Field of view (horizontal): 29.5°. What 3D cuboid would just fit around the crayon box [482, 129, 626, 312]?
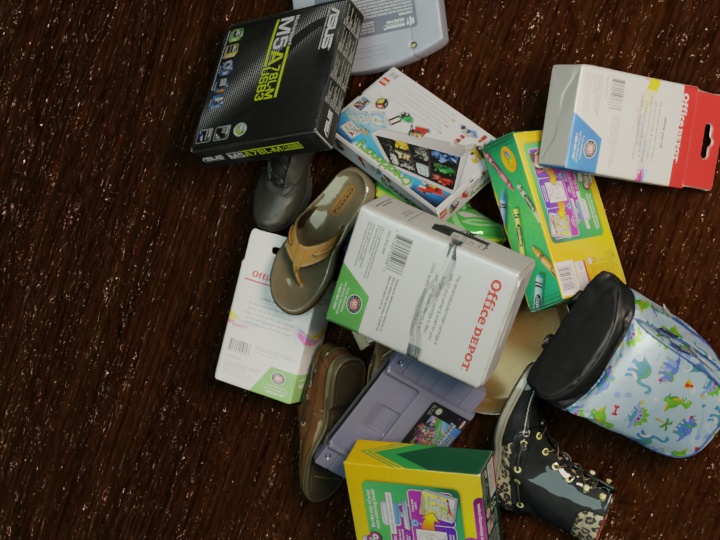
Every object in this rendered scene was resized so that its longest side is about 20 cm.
[{"bbox_3d":[0.225,-0.062,1.584,0.058,0.118,0.202,-24,79,48],"label":"crayon box"}]

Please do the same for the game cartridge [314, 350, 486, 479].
[{"bbox_3d":[0.049,0.188,1.658,0.129,0.038,0.201,31,115,-11],"label":"game cartridge"}]

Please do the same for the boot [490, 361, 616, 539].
[{"bbox_3d":[0.231,0.216,1.593,0.153,0.073,0.205,23,122,19],"label":"boot"}]

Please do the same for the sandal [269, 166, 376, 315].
[{"bbox_3d":[-0.053,-0.042,1.672,0.080,0.054,0.201,34,94,20],"label":"sandal"}]

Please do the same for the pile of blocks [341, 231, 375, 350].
[{"bbox_3d":[0.000,0.000,1.713,0.081,0.062,0.202,-3,88,22],"label":"pile of blocks"}]

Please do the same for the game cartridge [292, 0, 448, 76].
[{"bbox_3d":[0.012,-0.317,1.725,0.198,0.041,0.135,-8,91,22],"label":"game cartridge"}]

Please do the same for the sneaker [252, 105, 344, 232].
[{"bbox_3d":[-0.091,-0.148,1.720,0.075,0.091,0.202,19,84,20],"label":"sneaker"}]

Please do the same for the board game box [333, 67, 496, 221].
[{"bbox_3d":[0.066,-0.152,1.650,0.126,0.035,0.200,-41,60,-17],"label":"board game box"}]

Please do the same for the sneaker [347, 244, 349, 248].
[{"bbox_3d":[0.064,0.024,1.639,0.088,0.075,0.200,-36,68,-8],"label":"sneaker"}]

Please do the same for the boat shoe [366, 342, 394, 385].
[{"bbox_3d":[0.040,0.136,1.690,0.071,0.072,0.202,2,116,-1],"label":"boat shoe"}]

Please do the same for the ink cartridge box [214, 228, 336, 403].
[{"bbox_3d":[-0.103,0.056,1.752,0.116,0.067,0.202,16,96,21],"label":"ink cartridge box"}]

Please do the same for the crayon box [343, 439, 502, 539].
[{"bbox_3d":[0.080,0.306,1.638,0.171,0.058,0.202,3,117,23],"label":"crayon box"}]

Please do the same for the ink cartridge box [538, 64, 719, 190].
[{"bbox_3d":[0.309,-0.160,1.550,0.067,0.198,0.117,-164,82,-67],"label":"ink cartridge box"}]

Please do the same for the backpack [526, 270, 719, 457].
[{"bbox_3d":[0.317,0.119,1.520,0.164,0.199,0.154,-55,35,14],"label":"backpack"}]

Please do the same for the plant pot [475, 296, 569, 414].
[{"bbox_3d":[0.163,0.074,1.664,0.198,0.027,0.202,0,89,23],"label":"plant pot"}]

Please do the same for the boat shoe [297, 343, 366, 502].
[{"bbox_3d":[-0.043,0.191,1.733,0.068,0.071,0.202,29,109,48],"label":"boat shoe"}]

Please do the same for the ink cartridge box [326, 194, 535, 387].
[{"bbox_3d":[0.080,0.022,1.547,0.199,0.083,0.148,25,110,15],"label":"ink cartridge box"}]

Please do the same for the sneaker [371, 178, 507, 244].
[{"bbox_3d":[0.095,-0.092,1.668,0.199,0.074,0.084,32,105,20],"label":"sneaker"}]

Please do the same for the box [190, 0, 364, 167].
[{"bbox_3d":[-0.102,-0.229,1.683,0.192,0.047,0.202,-6,58,35],"label":"box"}]
